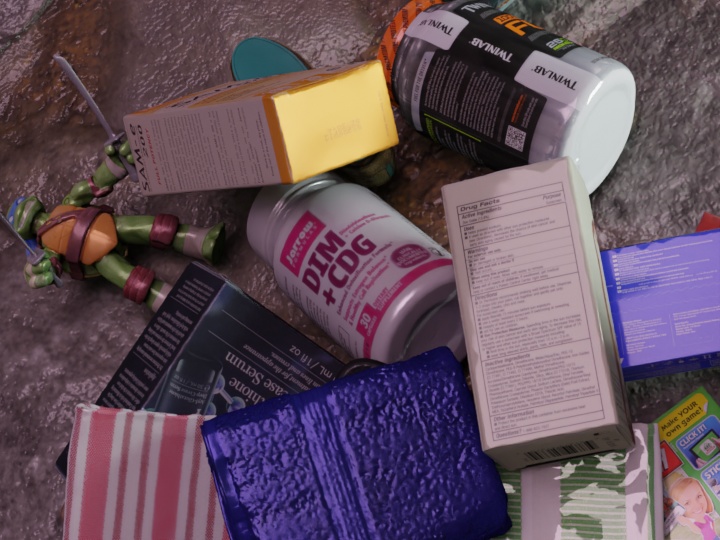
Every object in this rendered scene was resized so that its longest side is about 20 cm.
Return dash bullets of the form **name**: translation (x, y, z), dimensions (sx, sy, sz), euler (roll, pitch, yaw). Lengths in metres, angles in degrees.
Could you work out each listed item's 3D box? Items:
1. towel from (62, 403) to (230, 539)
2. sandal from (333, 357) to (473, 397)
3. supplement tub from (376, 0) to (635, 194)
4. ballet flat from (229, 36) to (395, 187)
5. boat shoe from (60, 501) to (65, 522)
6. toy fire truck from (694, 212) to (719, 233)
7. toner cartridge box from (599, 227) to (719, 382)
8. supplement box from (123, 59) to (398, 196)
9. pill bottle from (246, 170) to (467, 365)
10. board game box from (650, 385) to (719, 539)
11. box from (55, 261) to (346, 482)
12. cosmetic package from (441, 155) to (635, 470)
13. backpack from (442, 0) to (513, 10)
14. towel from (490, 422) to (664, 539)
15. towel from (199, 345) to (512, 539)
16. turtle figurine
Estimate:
- **towel**: translation (-0.122, 0.178, 1.224), dimensions (0.198, 0.030, 0.148), euler (6, 93, -14)
- **sandal**: translation (0.071, 0.119, 1.269), dimensions (0.198, 0.045, 0.076), euler (25, 100, -4)
- **supplement tub**: translation (0.116, -0.147, 1.363), dimensions (0.199, 0.123, 0.123), euler (29, 79, 27)
- **ballet flat**: translation (-0.041, -0.135, 1.448), dimensions (0.071, 0.071, 0.200), euler (-48, 57, -5)
- **boat shoe**: translation (-0.178, 0.137, 1.374), dimensions (0.076, 0.074, 0.200), euler (39, 84, 30)
- **toy fire truck**: translation (0.201, 0.040, 1.292), dimensions (0.140, 0.049, 0.201), euler (19, 76, 24)
- **toner cartridge box**: translation (0.194, 0.034, 1.245), dimensions (0.198, 0.043, 0.096), euler (-10, 68, 14)
- **supplement box**: translation (-0.084, -0.116, 1.351), dimensions (0.199, 0.125, 0.074), euler (-2, 107, 46)
- **pill bottle**: translation (0.000, 0.000, 1.340), dimensions (0.113, 0.113, 0.200), euler (-47, 52, -4)
- **board game box**: translation (0.217, 0.199, 1.229), dimensions (0.199, 0.029, 0.135), euler (-37, 61, 1)
- **box**: translation (-0.118, 0.120, 1.294), dimensions (0.201, 0.148, 0.107), euler (-57, 22, -5)
- **cosmetic package**: translation (0.129, 0.033, 1.194), dimensions (0.102, 0.087, 0.202), euler (-12, 71, 15)
- **backpack**: translation (0.111, -0.321, 1.399), dimensions (0.150, 0.200, 0.178), euler (37, 82, 9)
- **towel**: translation (0.124, 0.182, 1.210), dimensions (0.198, 0.023, 0.154), euler (-1, 70, 2)
- **towel**: translation (-0.004, 0.151, 1.192), dimensions (0.198, 0.050, 0.149), euler (-17, 79, -7)
- **turtle figurine**: translation (-0.221, -0.040, 1.412), dimensions (0.192, 0.201, 0.144), euler (21, 37, 5)
